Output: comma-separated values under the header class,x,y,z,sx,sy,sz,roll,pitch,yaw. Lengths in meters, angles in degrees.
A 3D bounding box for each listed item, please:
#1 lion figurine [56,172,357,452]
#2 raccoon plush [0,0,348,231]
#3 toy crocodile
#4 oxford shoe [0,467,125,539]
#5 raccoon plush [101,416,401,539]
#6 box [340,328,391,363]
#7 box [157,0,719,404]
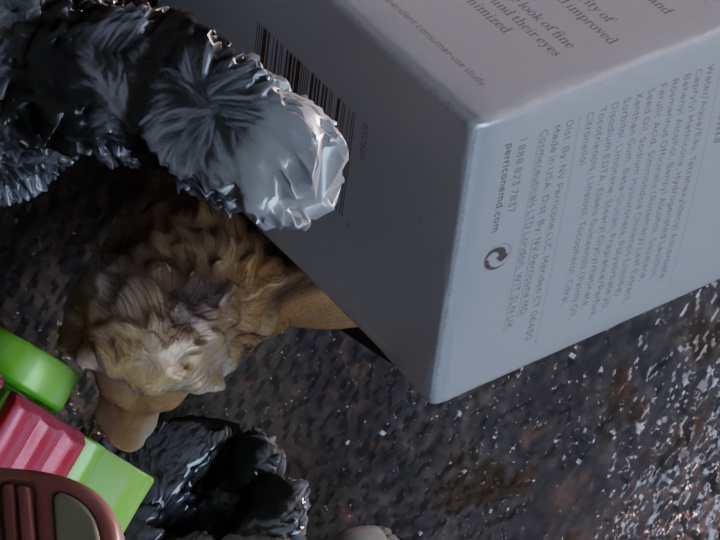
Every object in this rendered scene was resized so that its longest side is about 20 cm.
class,x,y,z,sx,sy,sz,roll,pitch,yaw
lion figurine,0.000,0.000,0.907,0.200,0.122,0.073,-11,102,-10
raccoon plush,-0.091,-0.046,0.804,0.097,0.200,0.134,-57,168,5
toy crocodile,-0.131,0.036,0.851,0.200,0.062,0.068,43,76,-41
oxford shoe,-0.143,0.109,0.800,0.200,0.071,0.074,-19,146,22
raccoon plush,-0.076,0.134,0.991,0.200,0.097,0.134,-20,138,-1
box,0.081,-0.067,1.035,0.200,0.044,0.160,-16,121,-33
box,0.061,-0.074,0.867,0.200,0.152,0.106,-21,138,-30
